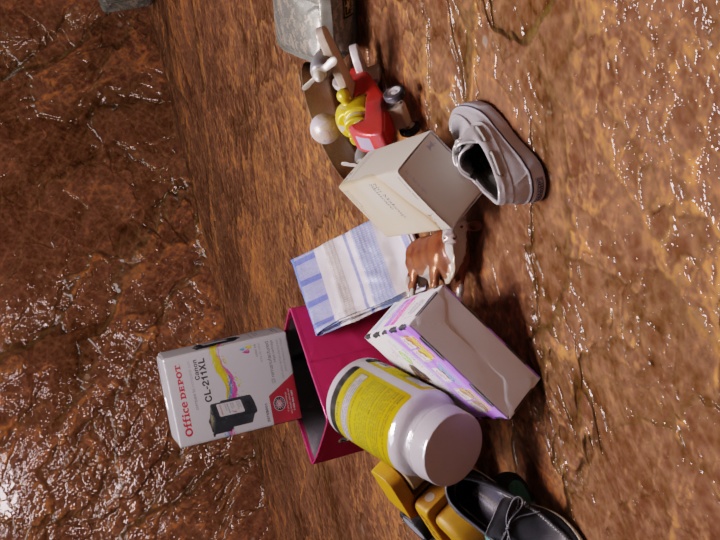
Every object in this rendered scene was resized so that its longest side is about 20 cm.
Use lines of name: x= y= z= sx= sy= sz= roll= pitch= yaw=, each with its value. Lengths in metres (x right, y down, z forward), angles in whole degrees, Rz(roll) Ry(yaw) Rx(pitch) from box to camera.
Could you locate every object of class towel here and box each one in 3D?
towel: x=0.000 y=0.000 z=1.520 sx=0.024 sy=0.199 sz=0.147 roll=47 pitch=-160 yaw=-60

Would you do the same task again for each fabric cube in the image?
fabric cube: x=-0.002 y=0.165 z=1.604 sx=0.196 sy=0.198 sz=0.201 roll=109 pitch=145 yaw=-58

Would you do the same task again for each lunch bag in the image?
lunch bag: x=-0.800 y=-0.975 z=3.406 sx=0.168 sy=0.199 sz=0.140 roll=117 pitch=137 yaw=-66
lunch bag: x=-0.067 y=-0.416 z=1.557 sx=0.200 sy=0.117 sz=0.165 roll=-124 pitch=28 yaw=-62

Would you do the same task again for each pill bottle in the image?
pill bottle: x=0.055 y=0.193 z=1.294 sx=0.200 sy=0.114 sz=0.115 roll=22 pitch=124 yaw=51

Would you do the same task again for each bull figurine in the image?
bull figurine: x=0.106 y=-0.007 z=1.346 sx=0.200 sy=0.065 sz=0.122 roll=158 pitch=118 yaw=-77

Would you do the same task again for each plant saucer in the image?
plant saucer: x=-0.034 y=-0.238 z=1.590 sx=0.200 sy=0.035 sz=0.201 roll=-19 pitch=-90 yaw=-75

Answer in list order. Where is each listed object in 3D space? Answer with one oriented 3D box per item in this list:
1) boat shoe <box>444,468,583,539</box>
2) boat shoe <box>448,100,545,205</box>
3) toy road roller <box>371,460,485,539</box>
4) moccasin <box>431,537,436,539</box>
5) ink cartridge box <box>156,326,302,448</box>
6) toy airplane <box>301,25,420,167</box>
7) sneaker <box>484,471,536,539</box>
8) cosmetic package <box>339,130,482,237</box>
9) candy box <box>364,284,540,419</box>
boat shoe: x=0.182 y=0.305 z=1.225 sx=0.200 sy=0.062 sz=0.075 roll=30 pitch=96 yaw=36
boat shoe: x=0.139 y=-0.138 z=1.165 sx=0.200 sy=0.065 sz=0.074 roll=-127 pitch=29 yaw=-54
toy road roller: x=0.122 y=0.305 z=1.388 sx=0.146 sy=0.123 sz=0.200 roll=30 pitch=156 yaw=47
moccasin: x=0.147 y=0.436 z=1.525 sx=0.078 sy=0.073 sz=0.201 roll=66 pitch=158 yaw=9
ink cartridge box: x=-0.208 y=0.184 z=1.600 sx=0.083 sy=0.199 sz=0.147 roll=-173 pitch=71 yaw=-73
toy airplane: x=-0.013 y=-0.235 z=1.457 sx=0.201 sy=0.141 sz=0.199 roll=62 pitch=-179 yaw=7
sneaker: x=0.196 y=0.360 z=1.320 sx=0.088 sy=0.074 sz=0.201 roll=151 pitch=110 yaw=-84
cosmetic package: x=0.060 y=-0.106 z=1.291 sx=0.104 sy=0.073 sz=0.200 roll=44 pitch=165 yaw=-14
candy box: x=0.110 y=0.109 z=1.286 sx=0.168 sy=0.072 sz=0.200 roll=43 pitch=164 yaw=-6
